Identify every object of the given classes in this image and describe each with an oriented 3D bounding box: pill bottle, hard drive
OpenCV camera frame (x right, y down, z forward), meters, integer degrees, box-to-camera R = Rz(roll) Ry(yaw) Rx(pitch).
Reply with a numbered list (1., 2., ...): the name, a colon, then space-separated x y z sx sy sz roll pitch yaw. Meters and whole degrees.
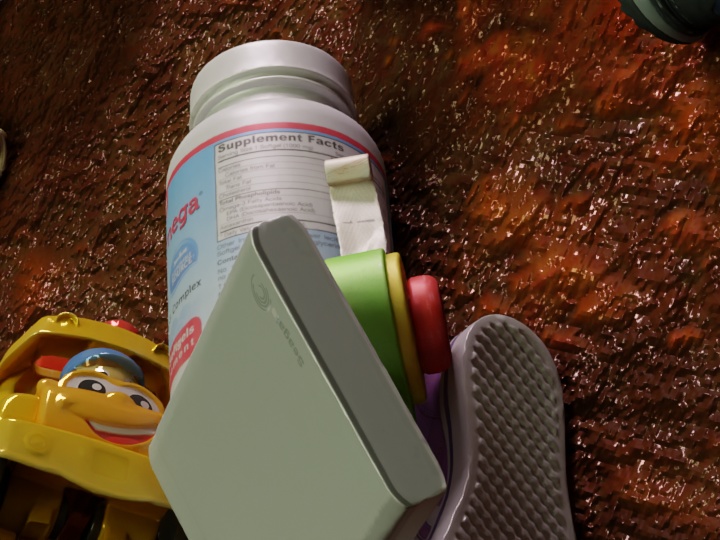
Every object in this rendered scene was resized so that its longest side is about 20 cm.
1. pill bottle: -0.038 -0.010 1.329 0.109 0.109 0.200 -40 40 36
2. hard drive: -0.032 0.082 1.164 0.132 0.026 0.200 60 152 20

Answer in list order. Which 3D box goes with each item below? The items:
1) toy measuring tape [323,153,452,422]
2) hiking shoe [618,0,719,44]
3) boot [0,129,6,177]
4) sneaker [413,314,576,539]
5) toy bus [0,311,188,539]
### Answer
1. toy measuring tape: 0.000 0.000 1.199 0.074 0.074 0.200 -45 33 30
2. hiking shoe: 0.165 -0.196 1.199 0.087 0.074 0.200 -10 71 45
3. boot: -0.268 -0.118 1.777 0.155 0.073 0.200 21 89 59
4. sneaker: 0.034 0.127 1.177 0.114 0.073 0.201 -41 29 40
5. toy bus: -0.140 0.091 1.377 0.200 0.136 0.192 125 161 -50
